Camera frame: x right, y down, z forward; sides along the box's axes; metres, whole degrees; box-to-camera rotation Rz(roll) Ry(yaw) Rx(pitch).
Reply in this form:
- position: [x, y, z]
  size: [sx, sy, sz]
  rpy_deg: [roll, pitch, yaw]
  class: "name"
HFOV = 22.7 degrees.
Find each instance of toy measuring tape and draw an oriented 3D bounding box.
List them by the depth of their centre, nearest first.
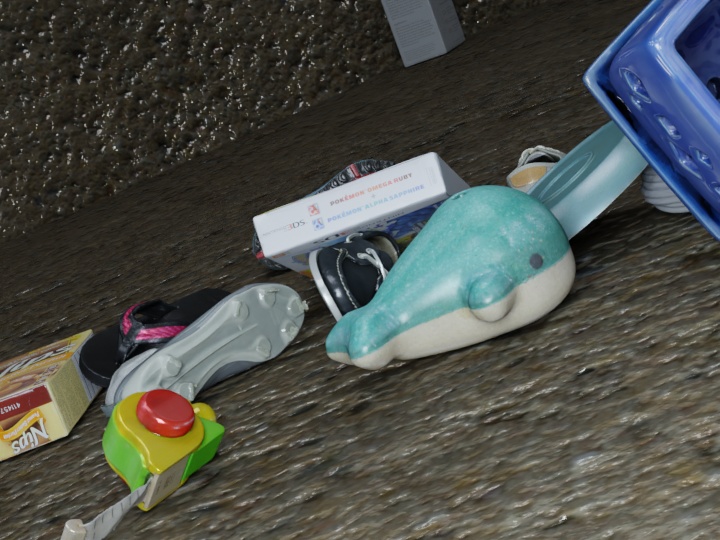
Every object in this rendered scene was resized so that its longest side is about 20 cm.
- position: [-0.163, 0.130, 1.232]
  size: [0.073, 0.074, 0.200]
  rpy_deg: [-15, 10, 32]
  class: "toy measuring tape"

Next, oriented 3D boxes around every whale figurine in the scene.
- position: [0.062, 0.005, 1.347]
  size: [0.199, 0.104, 0.159]
  rpy_deg: [-24, 11, -16]
  class: "whale figurine"

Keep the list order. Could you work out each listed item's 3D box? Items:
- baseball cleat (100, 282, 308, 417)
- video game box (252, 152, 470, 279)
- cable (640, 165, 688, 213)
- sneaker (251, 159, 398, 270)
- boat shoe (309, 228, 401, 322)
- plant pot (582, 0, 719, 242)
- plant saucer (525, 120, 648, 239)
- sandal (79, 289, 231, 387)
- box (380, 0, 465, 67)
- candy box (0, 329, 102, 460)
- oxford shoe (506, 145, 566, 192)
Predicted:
- position: [-0.140, 0.067, 1.535]
  size: [0.199, 0.070, 0.106]
  rpy_deg: [-29, 13, -40]
  class: "baseball cleat"
- position: [0.011, -0.048, 1.713]
  size: [0.181, 0.047, 0.200]
  rpy_deg: [-17, -10, 11]
  class: "video game box"
- position: [0.325, -0.108, 1.498]
  size: [0.199, 0.070, 0.200]
  rpy_deg: [-13, 13, 39]
  class: "cable"
- position: [-0.034, -0.069, 1.998]
  size: [0.199, 0.080, 0.096]
  rpy_deg: [-22, 8, -8]
  class: "sneaker"
- position: [0.000, 0.000, 1.582]
  size: [0.060, 0.076, 0.200]
  rpy_deg: [-25, 10, 9]
  class: "boat shoe"
- position: [0.289, -0.140, 1.289]
  size: [0.200, 0.200, 0.180]
  rpy_deg: [-45, 10, -14]
  class: "plant pot"
- position: [0.179, -0.070, 1.512]
  size: [0.200, 0.027, 0.200]
  rpy_deg: [-42, 8, 7]
  class: "plant saucer"
- position: [-0.183, 0.050, 1.660]
  size: [0.075, 0.045, 0.199]
  rpy_deg: [31, 38, 26]
  class: "sandal"
- position: [0.129, -0.560, 3.868]
  size: [0.106, 0.201, 0.152]
  rpy_deg: [-16, 10, 24]
  class: "box"
- position: [-0.307, 0.118, 1.641]
  size: [0.115, 0.056, 0.200]
  rpy_deg: [-20, 10, 7]
  class: "candy box"
- position: [0.181, -0.097, 1.770]
  size: [0.075, 0.058, 0.200]
  rpy_deg: [-21, 8, 15]
  class: "oxford shoe"
